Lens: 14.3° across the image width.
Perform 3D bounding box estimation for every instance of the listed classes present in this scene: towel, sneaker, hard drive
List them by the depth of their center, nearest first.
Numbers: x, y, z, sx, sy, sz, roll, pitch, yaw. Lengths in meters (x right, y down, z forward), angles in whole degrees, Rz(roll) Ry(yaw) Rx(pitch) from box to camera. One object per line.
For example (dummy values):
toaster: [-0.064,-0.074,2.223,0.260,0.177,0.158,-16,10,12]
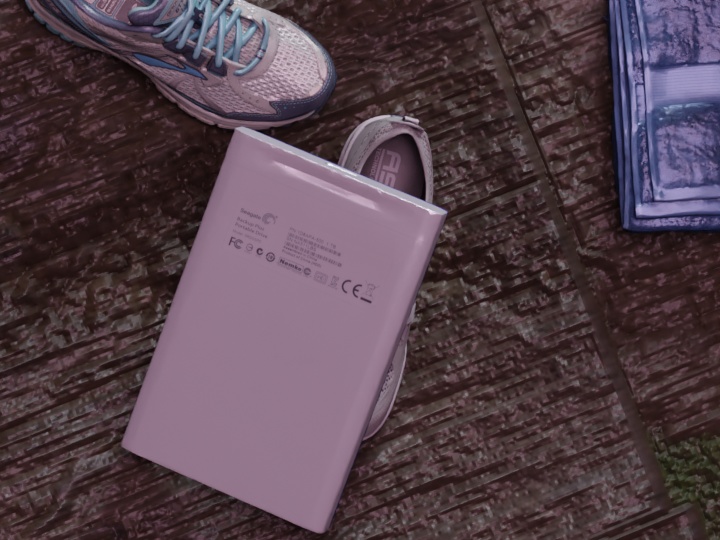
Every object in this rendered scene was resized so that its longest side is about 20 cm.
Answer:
hard drive: [-0.045,0.035,1.658,0.131,0.025,0.201,23,101,10]
sneaker: [0.000,0.000,1.688,0.074,0.082,0.201,8,81,-6]
sneaker: [-0.108,-0.142,1.693,0.199,0.086,0.078,21,80,-4]
towel: [0.207,-0.122,1.750,0.111,0.049,0.201,-1,82,-8]
